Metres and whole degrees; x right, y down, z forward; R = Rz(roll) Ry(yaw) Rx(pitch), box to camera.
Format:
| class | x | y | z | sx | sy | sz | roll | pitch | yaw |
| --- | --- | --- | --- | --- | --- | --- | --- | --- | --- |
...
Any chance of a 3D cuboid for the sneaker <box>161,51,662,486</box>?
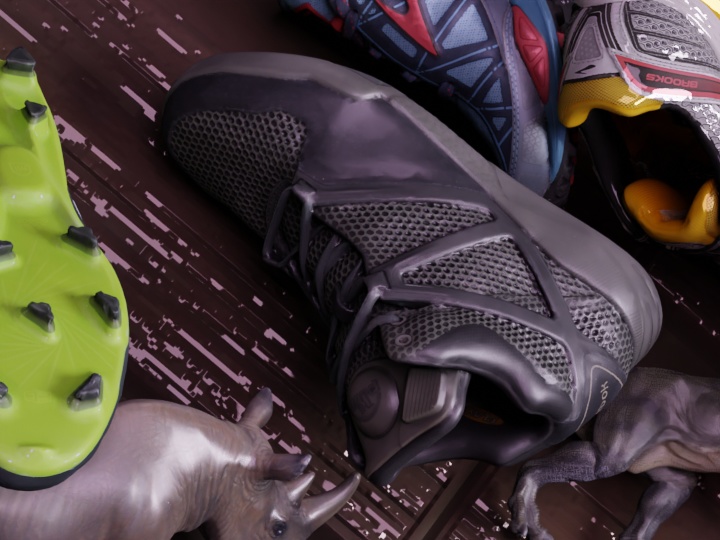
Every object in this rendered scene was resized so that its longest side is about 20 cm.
| class | x | y | z | sx | sy | sz | roll | pitch | yaw |
| --- | --- | --- | --- | --- | --- | --- | --- | --- | --- |
| sneaker | 0.000 | 0.000 | 0.959 | 0.199 | 0.076 | 0.114 | 34 | 47 | 7 |

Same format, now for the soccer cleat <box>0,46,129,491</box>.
| class | x | y | z | sx | sy | sz | roll | pitch | yaw |
| --- | --- | --- | --- | --- | --- | --- | --- | --- | --- |
| soccer cleat | -0.121 | 0.008 | 0.897 | 0.067 | 0.081 | 0.200 | 4 | 41 | -20 |

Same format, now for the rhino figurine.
| class | x | y | z | sx | sy | sz | roll | pitch | yaw |
| --- | --- | --- | --- | --- | --- | --- | --- | --- | --- |
| rhino figurine | -0.091 | 0.083 | 0.913 | 0.200 | 0.060 | 0.088 | -5 | 119 | -22 |

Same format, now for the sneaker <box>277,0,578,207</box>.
| class | x | y | z | sx | sy | sz | roll | pitch | yaw |
| --- | --- | --- | --- | --- | --- | --- | --- | --- | --- |
| sneaker | 0.018 | -0.105 | 1.036 | 0.095 | 0.079 | 0.200 | -22 | 80 | -4 |

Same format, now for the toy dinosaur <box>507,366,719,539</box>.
| class | x | y | z | sx | sy | sz | roll | pitch | yaw |
| --- | --- | --- | --- | --- | --- | --- | --- | --- | --- |
| toy dinosaur | 0.100 | 0.069 | 1.012 | 0.200 | 0.047 | 0.088 | 19 | 82 | 4 |

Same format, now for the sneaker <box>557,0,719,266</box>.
| class | x | y | z | sx | sy | sz | roll | pitch | yaw |
| --- | --- | --- | --- | --- | --- | --- | --- | --- | --- |
| sneaker | 0.131 | -0.029 | 1.010 | 0.200 | 0.078 | 0.082 | 46 | 52 | -32 |
